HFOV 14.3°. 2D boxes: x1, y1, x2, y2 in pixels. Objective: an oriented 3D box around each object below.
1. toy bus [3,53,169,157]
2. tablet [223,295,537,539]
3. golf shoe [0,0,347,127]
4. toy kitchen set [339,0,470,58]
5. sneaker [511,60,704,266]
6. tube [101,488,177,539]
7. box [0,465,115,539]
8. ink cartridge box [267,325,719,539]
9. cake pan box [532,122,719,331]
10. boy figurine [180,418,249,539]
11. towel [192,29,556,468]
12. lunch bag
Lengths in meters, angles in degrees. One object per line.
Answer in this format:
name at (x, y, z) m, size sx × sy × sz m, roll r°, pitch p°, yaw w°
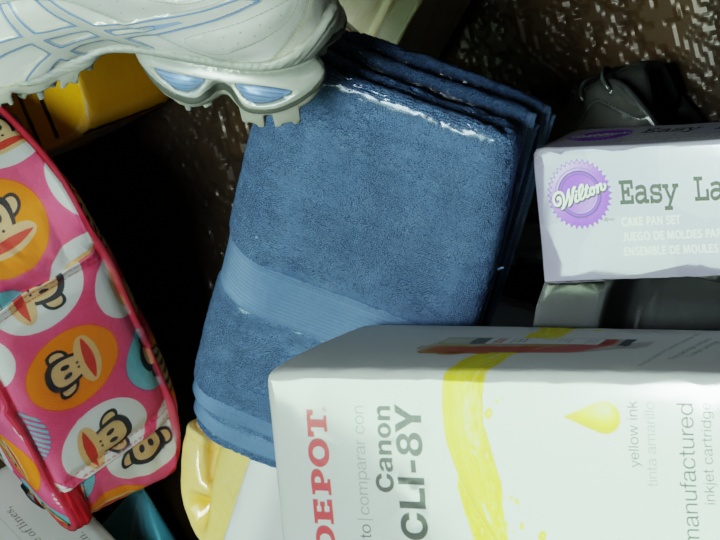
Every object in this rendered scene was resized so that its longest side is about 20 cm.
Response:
toy bus at (-0.155, -0.155, 1.291) m, size 0.078 × 0.065 × 0.200 m, roll -23°, pitch 92°, yaw 42°
tablet at (0.016, 0.093, 1.227) m, size 0.130 × 0.014 × 0.200 m, roll 15°, pitch 116°, yaw -8°
golf shoe at (-0.106, -0.111, 1.036) m, size 0.199 × 0.078 × 0.097 m, roll 1°, pitch 141°, yaw 8°
toy kitchen set at (-0.054, -0.155, 1.137) m, size 0.163 × 0.180 × 0.200 m, roll 42°, pitch 122°, yaw 20°
sneaker at (0.088, -0.043, 1.148) m, size 0.199 × 0.076 × 0.091 m, roll 11°, pitch 106°, yaw 24°
tube at (-0.069, 0.203, 1.368) m, size 0.077 × 0.050 × 0.200 m, roll -44°, pitch 73°, yaw 32°
box at (-0.153, 0.234, 1.339) m, size 0.200 × 0.131 × 0.199 m, roll 43°, pitch 143°, yaw 29°
ink cartridge box at (0.074, 0.098, 1.038) m, size 0.199 × 0.083 × 0.146 m, roll 0°, pitch 100°, yaw 28°
cake pan box at (0.162, 0.036, 1.057) m, size 0.199 × 0.052 × 0.185 m, roll 0°, pitch 97°, yaw 27°
boy figurine at (-0.025, 0.103, 1.283) m, size 0.124 × 0.064 × 0.200 m, roll 28°, pitch 123°, yaw 18°
towel at (0.000, 0.000, 1.130) m, size 0.111 × 0.049 × 0.200 m, roll 21°, pitch 129°, yaw 7°
lunch bag at (-0.164, 0.003, 1.290) m, size 0.176 × 0.082 × 0.200 m, roll 45°, pitch 160°, yaw 44°
